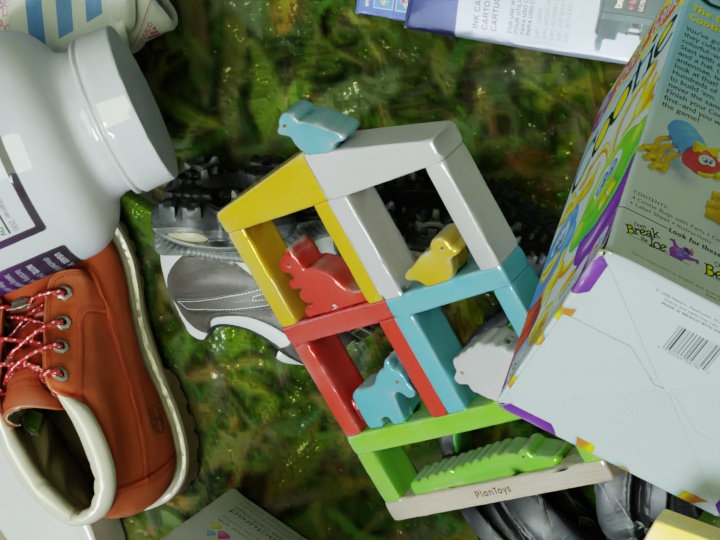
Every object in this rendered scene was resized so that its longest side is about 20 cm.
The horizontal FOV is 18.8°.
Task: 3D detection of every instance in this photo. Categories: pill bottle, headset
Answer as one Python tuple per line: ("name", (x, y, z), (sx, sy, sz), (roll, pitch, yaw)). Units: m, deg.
("pill bottle", (-0.190, -0.038, 1.004), (0.200, 0.112, 0.113), (-23, 91, 4))
("headset", (0.105, 0.108, 1.002), (0.123, 0.094, 0.200), (-23, 80, 19))

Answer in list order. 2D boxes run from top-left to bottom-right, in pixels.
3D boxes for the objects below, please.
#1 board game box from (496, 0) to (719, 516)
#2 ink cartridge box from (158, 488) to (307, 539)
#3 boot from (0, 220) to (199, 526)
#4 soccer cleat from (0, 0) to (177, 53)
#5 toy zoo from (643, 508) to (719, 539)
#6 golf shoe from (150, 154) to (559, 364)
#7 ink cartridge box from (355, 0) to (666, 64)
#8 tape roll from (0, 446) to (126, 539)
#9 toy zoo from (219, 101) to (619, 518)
("board game box", (0.143, -0.020, 0.892), (0.105, 0.200, 0.103), (27, 136, -3))
("ink cartridge box", (-0.052, 0.193, 1.007), (0.145, 0.200, 0.088), (33, 106, 10))
("boot", (-0.151, 0.030, 1.064), (0.075, 0.107, 0.200), (-26, 88, 22))
("soccer cleat", (-0.143, -0.119, 1.056), (0.086, 0.070, 0.200), (38, 109, 3))
("toy zoo", (0.137, 0.183, 0.832), (0.131, 0.020, 0.200), (30, 105, 12))
("golf shoe", (0.000, 0.000, 1.038), (0.200, 0.078, 0.095), (6, 117, 18))
("ink cartridge box", (0.095, -0.159, 0.994), (0.200, 0.042, 0.119), (11, 101, 17))
("tape roll", (-0.216, 0.161, 1.140), (0.203, 0.037, 0.203), (3, 100, 17))
("toy zoo", (0.019, 0.014, 0.955), (0.131, 0.020, 0.200), (-17, 109, 42))
